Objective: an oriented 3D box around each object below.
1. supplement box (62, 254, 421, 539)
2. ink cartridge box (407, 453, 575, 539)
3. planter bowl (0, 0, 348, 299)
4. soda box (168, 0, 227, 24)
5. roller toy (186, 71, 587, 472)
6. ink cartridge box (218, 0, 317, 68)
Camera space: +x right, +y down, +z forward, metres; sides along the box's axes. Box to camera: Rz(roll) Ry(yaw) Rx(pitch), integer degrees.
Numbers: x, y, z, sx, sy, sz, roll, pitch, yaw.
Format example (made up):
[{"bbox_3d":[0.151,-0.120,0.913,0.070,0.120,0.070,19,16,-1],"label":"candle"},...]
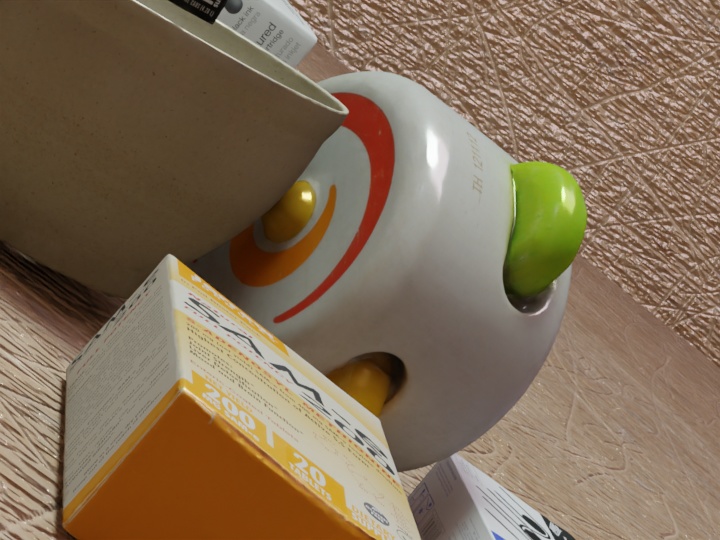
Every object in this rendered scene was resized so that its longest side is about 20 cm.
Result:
[{"bbox_3d":[-0.049,0.079,1.014,0.126,0.074,0.200,39,7,-14],"label":"supplement box"},{"bbox_3d":[0.084,0.165,1.278,0.094,0.044,0.200,36,9,-17],"label":"ink cartridge box"},{"bbox_3d":[-0.126,-0.072,1.228,0.200,0.135,0.200,31,6,-4],"label":"planter bowl"},{"bbox_3d":[-0.143,-0.193,1.199,0.200,0.063,0.071,27,8,-29],"label":"soda box"},{"bbox_3d":[0.000,0.000,1.301,0.140,0.200,0.182,36,-1,-37],"label":"roller toy"},{"bbox_3d":[-0.153,-0.158,1.601,0.200,0.146,0.084,35,10,-31],"label":"ink cartridge box"}]
